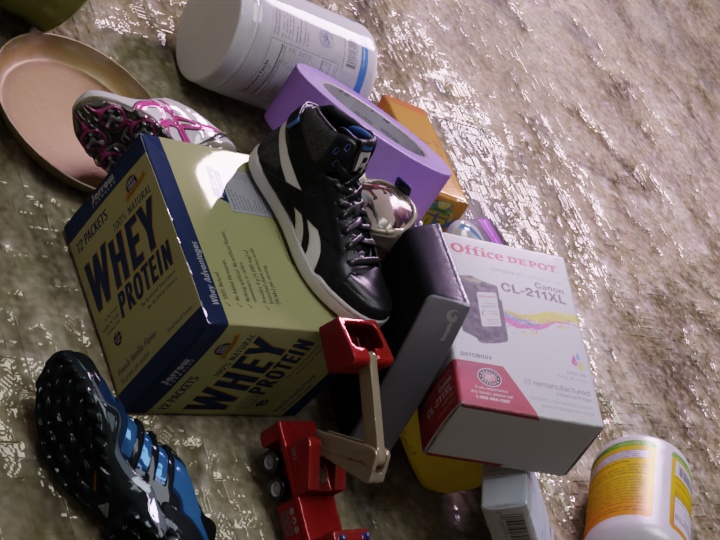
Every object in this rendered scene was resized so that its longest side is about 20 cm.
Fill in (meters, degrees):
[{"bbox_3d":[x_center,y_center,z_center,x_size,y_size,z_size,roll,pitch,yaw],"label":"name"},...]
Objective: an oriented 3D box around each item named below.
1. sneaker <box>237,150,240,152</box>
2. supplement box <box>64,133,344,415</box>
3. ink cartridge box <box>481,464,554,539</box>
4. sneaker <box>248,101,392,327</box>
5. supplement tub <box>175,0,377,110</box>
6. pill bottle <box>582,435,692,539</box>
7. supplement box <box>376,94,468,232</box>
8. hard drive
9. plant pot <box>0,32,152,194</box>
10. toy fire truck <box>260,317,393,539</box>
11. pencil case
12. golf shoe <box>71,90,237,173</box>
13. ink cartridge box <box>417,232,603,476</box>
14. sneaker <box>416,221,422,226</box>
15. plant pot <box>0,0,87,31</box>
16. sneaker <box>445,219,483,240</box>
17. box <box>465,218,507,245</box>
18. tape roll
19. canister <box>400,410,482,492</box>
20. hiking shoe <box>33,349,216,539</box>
[{"bbox_3d":[-0.089,-0.089,1.417,0.200,0.104,0.060,51,33,7],"label":"sneaker"},{"bbox_3d":[-0.124,0.009,1.241,0.198,0.134,0.202,7,49,-45],"label":"supplement box"},{"bbox_3d":[0.156,0.189,1.354,0.161,0.047,0.202,68,22,-44],"label":"ink cartridge box"},{"bbox_3d":[-0.014,-0.057,1.210,0.073,0.112,0.201,-13,65,-54],"label":"sneaker"},{"bbox_3d":[-0.091,-0.243,1.557,0.198,0.132,0.133,16,43,-38],"label":"supplement tub"},{"bbox_3d":[0.287,0.275,1.452,0.111,0.111,0.201,39,33,-11],"label":"pill bottle"},{"bbox_3d":[0.061,-0.120,1.624,0.066,0.069,0.201,18,29,-27],"label":"supplement box"},{"bbox_3d":[0.027,0.068,1.258,0.042,0.201,0.136,14,33,-22],"label":"hard drive"},{"bbox_3d":[-0.267,-0.144,1.343,0.199,0.027,0.201,30,36,-24],"label":"plant pot"},{"bbox_3d":[-0.019,0.157,1.175,0.048,0.140,0.202,6,60,-45],"label":"toy fire truck"},{"bbox_3d":[0.000,0.000,1.346,0.077,0.201,0.090,-2,47,-15],"label":"pencil case"},{"bbox_3d":[-0.197,-0.127,1.322,0.199,0.073,0.093,25,31,-47],"label":"golf shoe"},{"bbox_3d":[0.124,0.073,1.274,0.144,0.083,0.202,11,47,-19],"label":"ink cartridge box"},{"bbox_3d":[-0.002,-0.033,1.491,0.199,0.081,0.089,34,39,-9],"label":"sneaker"},{"bbox_3d":[-0.336,-0.341,1.344,0.193,0.199,0.202,40,31,-29],"label":"plant pot"},{"bbox_3d":[0.161,0.034,1.506,0.076,0.104,0.202,-43,119,-43],"label":"sneaker"},{"bbox_3d":[0.122,0.005,1.625,0.199,0.036,0.144,-1,54,-51],"label":"box"},{"bbox_3d":[-0.002,-0.133,1.463,0.199,0.066,0.200,35,13,-9],"label":"tape roll"},{"bbox_3d":[0.082,0.099,1.391,0.201,0.085,0.150,-88,163,-46],"label":"canister"},{"bbox_3d":[-0.184,0.152,1.090,0.202,0.074,0.086,62,27,6],"label":"hiking shoe"}]
